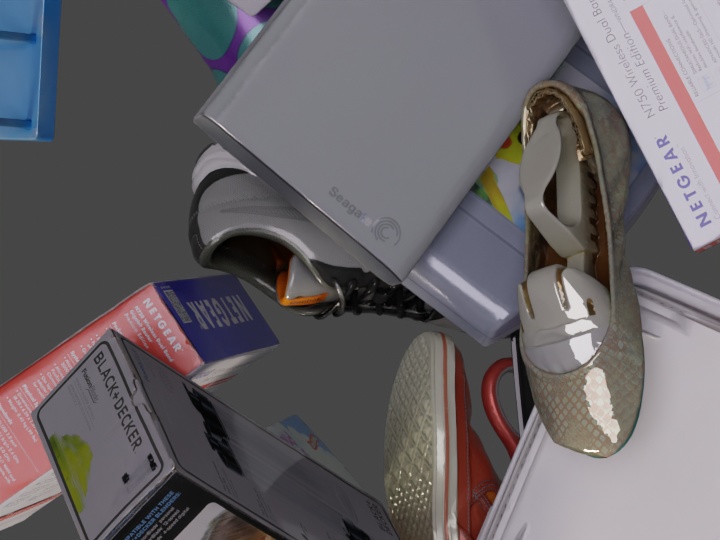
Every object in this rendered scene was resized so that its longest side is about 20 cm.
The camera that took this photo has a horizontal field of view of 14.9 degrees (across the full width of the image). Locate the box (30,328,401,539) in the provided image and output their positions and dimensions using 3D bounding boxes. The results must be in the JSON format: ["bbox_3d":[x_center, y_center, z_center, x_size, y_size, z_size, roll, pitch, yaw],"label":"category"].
[{"bbox_3d":[-0.056,0.122,1.314,0.060,0.200,0.117,-45,39,11],"label":"box"}]

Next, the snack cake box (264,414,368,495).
[{"bbox_3d":[-0.094,0.171,1.481,0.200,0.115,0.067,-43,84,7],"label":"snack cake box"}]

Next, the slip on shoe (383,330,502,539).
[{"bbox_3d":[0.056,0.131,1.485,0.061,0.074,0.200,-6,82,-24],"label":"slip on shoe"}]

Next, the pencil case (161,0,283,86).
[{"bbox_3d":[-0.073,-0.157,1.492,0.200,0.085,0.092,56,137,5],"label":"pencil case"}]

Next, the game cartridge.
[{"bbox_3d":[0.088,-0.063,1.442,0.133,0.040,0.200,38,67,4],"label":"game cartridge"}]

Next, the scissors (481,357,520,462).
[{"bbox_3d":[0.098,0.138,1.463,0.073,0.014,0.200,5,77,-32],"label":"scissors"}]

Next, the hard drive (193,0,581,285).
[{"bbox_3d":[0.026,-0.111,1.391,0.132,0.026,0.200,40,73,-12],"label":"hard drive"}]

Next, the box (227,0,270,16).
[{"bbox_3d":[-0.025,-0.240,1.372,0.101,0.113,0.200,35,135,-17],"label":"box"}]

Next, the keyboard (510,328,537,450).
[{"bbox_3d":[0.147,0.113,1.414,0.127,0.021,0.200,-7,88,20],"label":"keyboard"}]

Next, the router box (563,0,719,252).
[{"bbox_3d":[0.198,-0.137,1.361,0.179,0.049,0.200,-27,85,8],"label":"router box"}]

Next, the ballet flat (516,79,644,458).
[{"bbox_3d":[0.099,-0.003,1.360,0.067,0.062,0.200,-20,56,31],"label":"ballet flat"}]

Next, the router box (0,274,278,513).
[{"bbox_3d":[-0.145,0.073,1.440,0.179,0.200,0.049,-34,86,8],"label":"router box"}]

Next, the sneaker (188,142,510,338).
[{"bbox_3d":[0.000,0.000,1.460,0.200,0.079,0.074,19,138,-7],"label":"sneaker"}]

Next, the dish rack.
[{"bbox_3d":[0.152,0.113,1.379,0.171,0.044,0.200,25,96,19],"label":"dish rack"}]

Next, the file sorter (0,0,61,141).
[{"bbox_3d":[-0.248,-0.174,1.478,0.139,0.123,0.201,4,92,44],"label":"file sorter"}]
